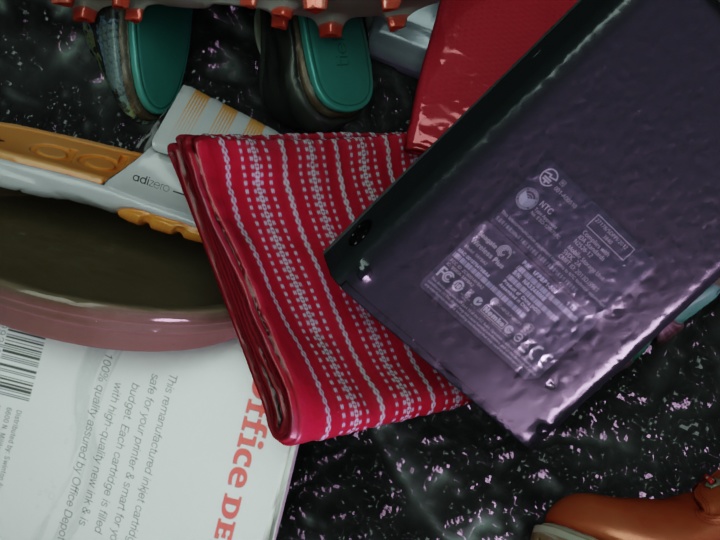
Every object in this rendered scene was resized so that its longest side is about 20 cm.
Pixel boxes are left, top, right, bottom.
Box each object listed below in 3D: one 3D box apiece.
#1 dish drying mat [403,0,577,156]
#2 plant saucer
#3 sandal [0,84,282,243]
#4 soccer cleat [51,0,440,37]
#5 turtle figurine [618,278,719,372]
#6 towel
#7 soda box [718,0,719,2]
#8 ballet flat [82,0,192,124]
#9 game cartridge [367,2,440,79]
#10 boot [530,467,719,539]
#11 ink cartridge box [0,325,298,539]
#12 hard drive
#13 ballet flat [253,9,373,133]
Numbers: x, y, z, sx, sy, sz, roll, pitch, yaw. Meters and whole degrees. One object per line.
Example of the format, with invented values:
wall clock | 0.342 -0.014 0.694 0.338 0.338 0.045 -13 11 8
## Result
dish drying mat | 0.082 -0.144 0.941 0.076 0.018 0.202 16 80 0
plant saucer | -0.125 -0.011 0.878 0.198 0.200 0.030 15 110 2
sandal | -0.101 -0.059 0.892 0.205 0.079 0.060 12 110 -6
soccer cleat | -0.056 -0.155 0.884 0.198 0.069 0.078 4 83 6
turtle figurine | 0.184 -0.022 0.917 0.199 0.101 0.151 -21 71 6
towel | 0.000 0.000 0.874 0.022 0.199 0.146 -27 79 33
soda box | 0.153 -0.108 0.911 0.200 0.071 0.064 -43 124 -21
ballet flat | -0.120 -0.172 0.964 0.074 0.074 0.202 6 79 1
game cartridge | 0.097 -0.180 0.973 0.132 0.042 0.201 20 81 8
boot | 0.180 0.115 0.909 0.198 0.075 0.108 9 77 -7
ink cartridge box | -0.130 0.084 0.902 0.198 0.084 0.147 15 85 1
hard drive | 0.102 -0.030 0.835 0.200 0.033 0.139 -44 117 12
ballet flat | -0.034 -0.167 0.951 0.068 0.068 0.202 5 82 -36
